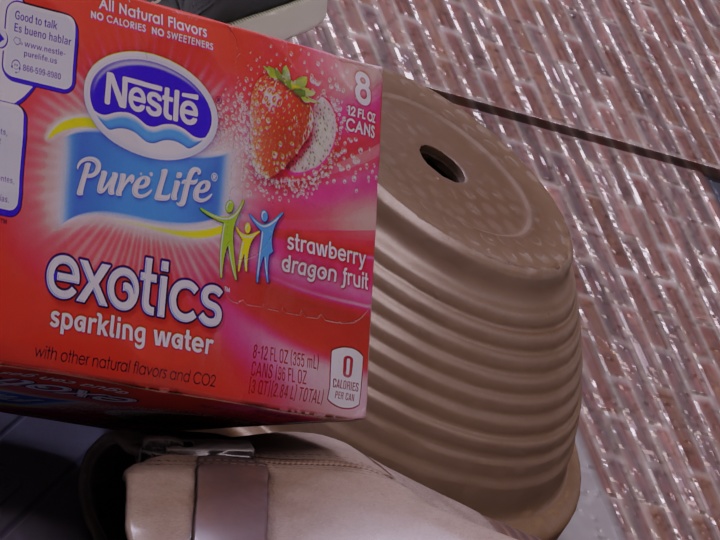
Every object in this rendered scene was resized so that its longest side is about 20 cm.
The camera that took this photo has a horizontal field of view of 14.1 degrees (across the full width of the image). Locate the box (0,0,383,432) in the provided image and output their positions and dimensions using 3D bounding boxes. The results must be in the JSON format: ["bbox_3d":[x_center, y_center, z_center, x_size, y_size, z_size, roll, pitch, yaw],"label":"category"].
[{"bbox_3d":[-0.096,-0.018,0.739,0.199,0.095,0.100,11,78,-43],"label":"box"}]

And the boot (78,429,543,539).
[{"bbox_3d":[0.007,0.092,0.726,0.145,0.071,0.200,13,7,-19],"label":"boot"}]

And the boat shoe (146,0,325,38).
[{"bbox_3d":[-0.070,-0.097,0.899,0.072,0.062,0.200,15,20,25],"label":"boat shoe"}]

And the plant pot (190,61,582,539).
[{"bbox_3d":[0.000,0.000,0.911,0.200,0.093,0.201,29,25,-15],"label":"plant pot"}]

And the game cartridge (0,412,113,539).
[{"bbox_3d":[-0.081,0.091,0.768,0.130,0.038,0.200,43,19,1],"label":"game cartridge"}]
